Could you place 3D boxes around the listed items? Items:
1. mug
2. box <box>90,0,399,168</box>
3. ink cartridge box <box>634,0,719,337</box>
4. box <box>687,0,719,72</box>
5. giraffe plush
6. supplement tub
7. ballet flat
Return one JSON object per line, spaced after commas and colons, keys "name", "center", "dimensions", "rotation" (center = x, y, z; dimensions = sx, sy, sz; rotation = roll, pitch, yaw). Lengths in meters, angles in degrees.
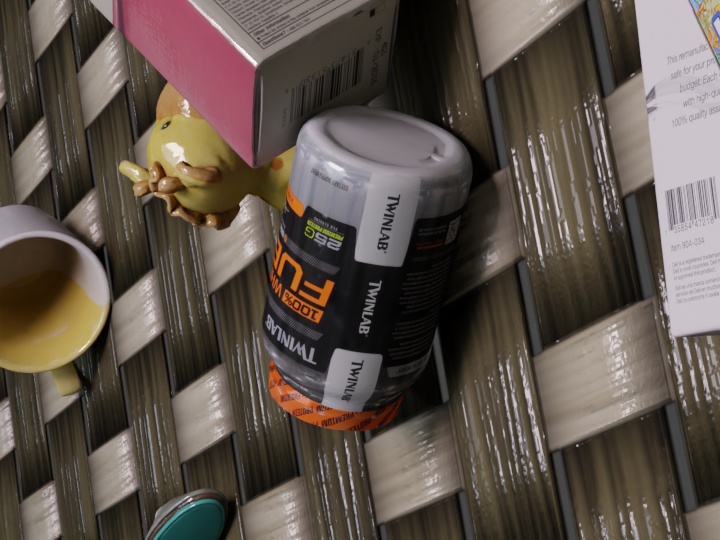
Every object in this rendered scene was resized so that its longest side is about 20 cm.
{"name": "mug", "center": [-0.347, 0.022, 1.960], "dimensions": [0.153, 0.148, 0.188], "rotation": [-132, 53, -61]}
{"name": "box", "center": [-0.084, -0.191, 1.321], "dimensions": [0.200, 0.127, 0.109], "rotation": [46, 152, 25]}
{"name": "ink cartridge box", "center": [0.213, -0.076, 0.937], "dimensions": [0.145, 0.083, 0.202], "rotation": [-15, 79, 61]}
{"name": "box", "center": [0.266, -0.117, 0.712], "dimensions": [0.193, 0.198, 0.123], "rotation": [-56, 46, 49]}
{"name": "giraffe plush", "center": [-0.092, -0.095, 1.432], "dimensions": [0.173, 0.161, 0.202], "rotation": [-47, 51, 53]}
{"name": "supplement tub", "center": [0.000, 0.000, 1.309], "dimensions": [0.123, 0.121, 0.202], "rotation": [47, 132, 51]}
{"name": "ballet flat", "center": [-0.170, 0.246, 1.714], "dimensions": [0.064, 0.067, 0.201], "rotation": [-110, 32, -43]}
